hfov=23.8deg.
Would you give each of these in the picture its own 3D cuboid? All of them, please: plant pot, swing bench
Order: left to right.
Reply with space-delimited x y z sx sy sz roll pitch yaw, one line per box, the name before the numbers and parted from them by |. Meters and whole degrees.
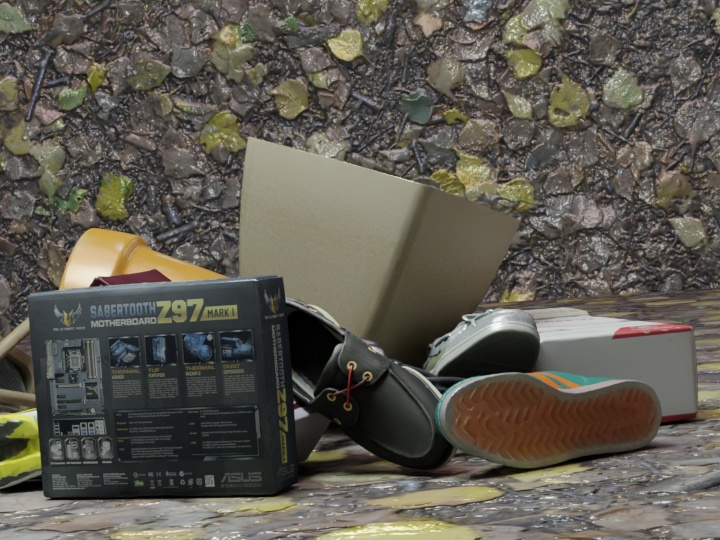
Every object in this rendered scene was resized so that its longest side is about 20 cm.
swing bench | -0.455 0.112 1.859 0.198 0.131 0.200 -3 8 28
plant pot | -0.211 0.067 1.817 0.182 0.202 0.200 8 3 7
plant pot | 0.000 0.000 1.575 0.199 0.178 0.200 17 0 31

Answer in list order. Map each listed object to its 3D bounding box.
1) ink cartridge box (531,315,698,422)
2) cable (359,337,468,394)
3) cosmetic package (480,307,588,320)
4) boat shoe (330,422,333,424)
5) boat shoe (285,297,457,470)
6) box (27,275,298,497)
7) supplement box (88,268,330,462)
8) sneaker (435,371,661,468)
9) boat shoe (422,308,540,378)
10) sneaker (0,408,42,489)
ink cartridge box | 0.192 0.090 1.526 0.146 0.083 0.200 -5 2 -15
cable | 0.027 0.108 1.431 0.199 0.051 0.163 13 -20 17
cosmetic package | 0.122 0.088 1.707 0.199 0.088 0.103 -4 3 -7
boat shoe | -0.052 0.113 1.705 0.071 0.065 0.200 -5 2 -24
boat shoe | -0.010 0.088 1.313 0.201 0.074 0.063 37 12 32
box | -0.149 0.088 1.284 0.199 0.159 0.051 -5 2 21
supplement box | -0.126 0.079 1.364 0.200 0.061 0.109 36 14 15
sneaker | 0.131 0.112 1.304 0.199 0.072 0.080 4 -4 -32
boat shoe | 0.096 0.067 1.455 0.074 0.065 0.202 6 -21 -12
sneaker | -0.229 0.132 1.385 0.199 0.075 0.085 -4 1 7
